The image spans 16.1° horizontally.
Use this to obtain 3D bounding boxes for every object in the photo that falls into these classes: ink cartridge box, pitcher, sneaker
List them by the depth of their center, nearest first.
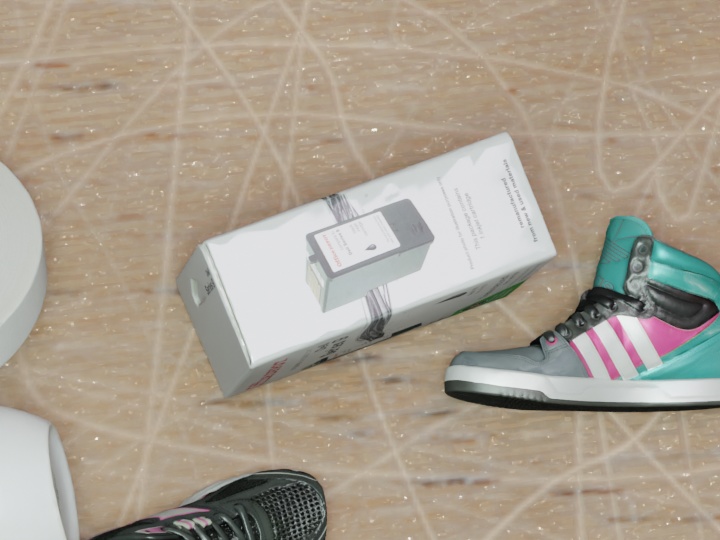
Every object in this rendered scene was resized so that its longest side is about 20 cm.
[{"bbox_3d":[-0.262,0.168,1.445,0.200,0.121,0.172,-12,69,1],"label":"pitcher"},{"bbox_3d":[-0.108,0.177,1.520,0.200,0.086,0.080,-24,85,-14],"label":"sneaker"},{"bbox_3d":[0.000,0.000,1.546,0.200,0.146,0.084,-20,83,-12],"label":"ink cartridge box"},{"bbox_3d":[0.149,0.026,1.594,0.200,0.084,0.121,1,83,-17],"label":"sneaker"}]

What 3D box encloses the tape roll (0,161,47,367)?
[{"bbox_3d":[-0.287,-0.002,1.508,0.203,0.037,0.203,0,50,0],"label":"tape roll"}]
